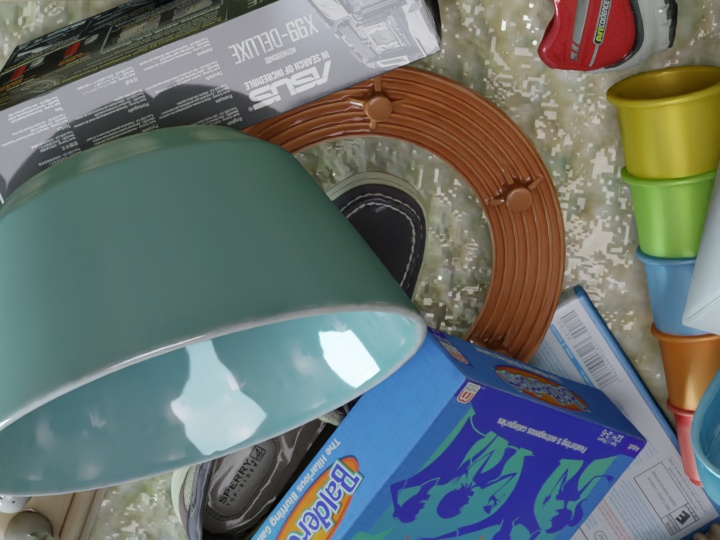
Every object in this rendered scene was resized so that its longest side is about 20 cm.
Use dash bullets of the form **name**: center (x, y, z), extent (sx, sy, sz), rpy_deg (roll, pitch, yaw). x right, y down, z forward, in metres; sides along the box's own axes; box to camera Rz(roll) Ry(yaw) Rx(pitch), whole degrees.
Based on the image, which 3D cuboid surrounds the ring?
- **ring**: center (0.000, 0.000, 1.194), extent (0.200, 0.019, 0.200), rpy_deg (-3, 112, -7)

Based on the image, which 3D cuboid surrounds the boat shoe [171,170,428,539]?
- **boat shoe**: center (-0.025, 0.050, 1.163), extent (0.072, 0.065, 0.200), rpy_deg (27, 105, -18)

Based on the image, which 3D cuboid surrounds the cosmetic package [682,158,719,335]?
- **cosmetic package**: center (0.269, -0.052, 1.119), extent (0.200, 0.123, 0.199), rpy_deg (17, 74, -6)

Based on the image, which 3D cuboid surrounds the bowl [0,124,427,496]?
- **bowl**: center (-0.084, 0.010, 1.053), extent (0.201, 0.201, 0.105), rpy_deg (-22, 75, 6)

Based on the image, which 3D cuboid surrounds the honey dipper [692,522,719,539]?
- **honey dipper**: center (0.097, 0.185, 1.235), extent (0.200, 0.038, 0.038), rpy_deg (-27, 106, -8)

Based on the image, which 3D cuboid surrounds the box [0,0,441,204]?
- **box**: center (-0.065, -0.099, 1.125), extent (0.200, 0.158, 0.050), rpy_deg (-21, 106, 5)

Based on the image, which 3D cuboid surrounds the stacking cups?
- **stacking cups**: center (0.164, 0.004, 1.211), extent (0.060, 0.061, 0.200), rpy_deg (-12, 109, 3)

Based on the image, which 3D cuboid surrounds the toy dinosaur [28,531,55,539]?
- **toy dinosaur**: center (-0.132, 0.195, 1.254), extent (0.088, 0.047, 0.200), rpy_deg (-16, 136, -33)

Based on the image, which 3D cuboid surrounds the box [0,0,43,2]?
- **box**: center (-0.178, -0.175, 1.135), extent (0.200, 0.078, 0.095), rpy_deg (-2, 119, 1)

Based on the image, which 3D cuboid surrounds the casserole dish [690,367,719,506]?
- **casserole dish**: center (0.229, 0.065, 1.174), extent (0.121, 0.200, 0.039), rpy_deg (25, 138, 18)

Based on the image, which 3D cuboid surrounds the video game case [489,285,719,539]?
- **video game case**: center (0.061, 0.117, 1.264), extent (0.200, 0.018, 0.143), rpy_deg (-32, 105, 9)

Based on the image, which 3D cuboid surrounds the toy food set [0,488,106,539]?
- **toy food set**: center (-0.184, 0.069, 1.226), extent (0.143, 0.060, 0.200), rpy_deg (19, 105, -6)

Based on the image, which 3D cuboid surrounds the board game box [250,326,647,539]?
- **board game box**: center (0.024, 0.129, 1.192), extent (0.152, 0.045, 0.200), rpy_deg (20, 112, -48)

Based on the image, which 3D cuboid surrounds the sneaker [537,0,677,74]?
- **sneaker**: center (0.084, -0.181, 1.145), extent (0.085, 0.077, 0.200), rpy_deg (-15, 106, 10)
